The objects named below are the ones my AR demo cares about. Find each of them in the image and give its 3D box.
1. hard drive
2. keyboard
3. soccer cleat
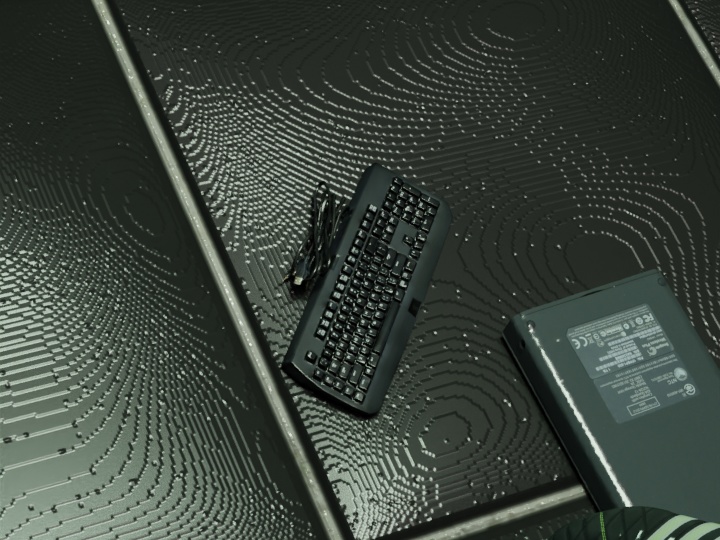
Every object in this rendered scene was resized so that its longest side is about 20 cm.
[{"bbox_3d":[0.207,0.104,1.323,0.139,0.033,0.201,-16,65,-28],"label":"hard drive"},{"bbox_3d":[0.000,0.000,1.311,0.103,0.040,0.201,25,53,-4],"label":"keyboard"},{"bbox_3d":[0.212,0.197,1.198,0.198,0.068,0.081,1,16,16],"label":"soccer cleat"}]
